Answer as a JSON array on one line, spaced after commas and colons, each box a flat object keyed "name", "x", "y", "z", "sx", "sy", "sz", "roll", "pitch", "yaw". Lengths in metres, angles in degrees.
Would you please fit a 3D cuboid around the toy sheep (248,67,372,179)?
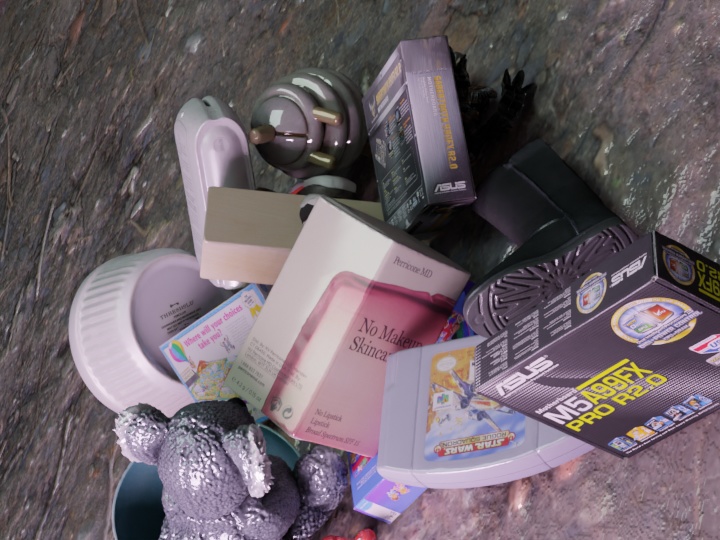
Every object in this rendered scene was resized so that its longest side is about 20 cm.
[{"name": "toy sheep", "x": -0.053, "y": -0.162, "z": 1.907, "sx": 0.137, "sy": 0.200, "sz": 0.139, "roll": 5, "pitch": 98, "yaw": 35}]

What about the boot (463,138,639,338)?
[{"name": "boot", "x": 0.138, "y": -0.031, "z": 1.517, "sx": 0.164, "sy": 0.066, "sz": 0.200, "roll": -25, "pitch": 32, "yaw": -4}]

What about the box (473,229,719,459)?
[{"name": "box", "x": 0.206, "y": 0.061, "z": 1.276, "sx": 0.200, "sy": 0.160, "sz": 0.044, "roll": -37, "pitch": 39, "yaw": 42}]

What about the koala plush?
[{"name": "koala plush", "x": -0.127, "y": 0.191, "z": 1.564, "sx": 0.176, "sy": 0.200, "sz": 0.184, "roll": 14, "pitch": 59, "yaw": 19}]

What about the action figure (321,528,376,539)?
[{"name": "action figure", "x": -0.044, "y": 0.325, "z": 1.612, "sx": 0.200, "sy": 0.065, "sz": 0.099, "roll": -52, "pitch": 23, "yaw": 26}]

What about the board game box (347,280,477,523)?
[{"name": "board game box", "x": 0.061, "y": 0.123, "z": 1.608, "sx": 0.200, "sy": 0.045, "sz": 0.135, "roll": -48, "pitch": 32, "yaw": 31}]

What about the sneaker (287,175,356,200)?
[{"name": "sneaker", "x": -0.059, "y": -0.031, "z": 1.933, "sx": 0.200, "sy": 0.077, "sz": 0.082, "roll": -50, "pitch": 38, "yaw": 48}]

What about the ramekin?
[{"name": "ramekin", "x": -0.230, "y": 0.068, "z": 2.007, "sx": 0.105, "sy": 0.200, "sz": 0.201, "roll": -21, "pitch": 50, "yaw": 48}]

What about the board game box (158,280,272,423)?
[{"name": "board game box", "x": -0.124, "y": 0.098, "z": 1.872, "sx": 0.034, "sy": 0.135, "sz": 0.200, "roll": -35, "pitch": 2, "yaw": -44}]

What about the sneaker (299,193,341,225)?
[{"name": "sneaker", "x": 0.000, "y": 0.000, "z": 1.691, "sx": 0.200, "sy": 0.076, "sz": 0.088, "roll": 37, "pitch": 92, "yaw": 29}]

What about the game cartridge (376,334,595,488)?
[{"name": "game cartridge", "x": 0.106, "y": 0.117, "z": 1.463, "sx": 0.199, "sy": 0.042, "sz": 0.134, "roll": -13, "pitch": 49, "yaw": 27}]

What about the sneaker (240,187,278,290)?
[{"name": "sneaker", "x": -0.131, "y": -0.034, "z": 2.048, "sx": 0.109, "sy": 0.070, "sz": 0.200, "roll": -66, "pitch": 20, "yaw": -12}]

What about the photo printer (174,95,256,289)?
[{"name": "photo printer", "x": -0.157, "y": -0.093, "z": 1.904, "sx": 0.166, "sy": 0.069, "sz": 0.201, "roll": -142, "pitch": 42, "yaw": -73}]

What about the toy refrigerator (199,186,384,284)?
[{"name": "toy refrigerator", "x": -0.064, "y": -0.029, "z": 1.785, "sx": 0.070, "sy": 0.199, "sz": 0.076, "roll": 102, "pitch": 171, "yaw": -52}]

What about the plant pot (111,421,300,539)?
[{"name": "plant pot", "x": -0.139, "y": 0.267, "z": 1.722, "sx": 0.135, "sy": 0.199, "sz": 0.201, "roll": 83, "pitch": -173, "yaw": -53}]

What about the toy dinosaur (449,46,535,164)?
[{"name": "toy dinosaur", "x": 0.105, "y": -0.145, "z": 1.733, "sx": 0.136, "sy": 0.102, "sz": 0.201, "roll": -56, "pitch": 45, "yaw": 48}]

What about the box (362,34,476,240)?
[{"name": "box", "x": 0.054, "y": -0.122, "z": 1.665, "sx": 0.200, "sy": 0.048, "sz": 0.159, "roll": 134, "pitch": 127, "yaw": -75}]

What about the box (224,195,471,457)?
[{"name": "box", "x": -0.011, "y": 0.054, "z": 1.578, "sx": 0.109, "sy": 0.128, "sz": 0.201, "roll": 33, "pitch": 98, "yaw": 40}]
